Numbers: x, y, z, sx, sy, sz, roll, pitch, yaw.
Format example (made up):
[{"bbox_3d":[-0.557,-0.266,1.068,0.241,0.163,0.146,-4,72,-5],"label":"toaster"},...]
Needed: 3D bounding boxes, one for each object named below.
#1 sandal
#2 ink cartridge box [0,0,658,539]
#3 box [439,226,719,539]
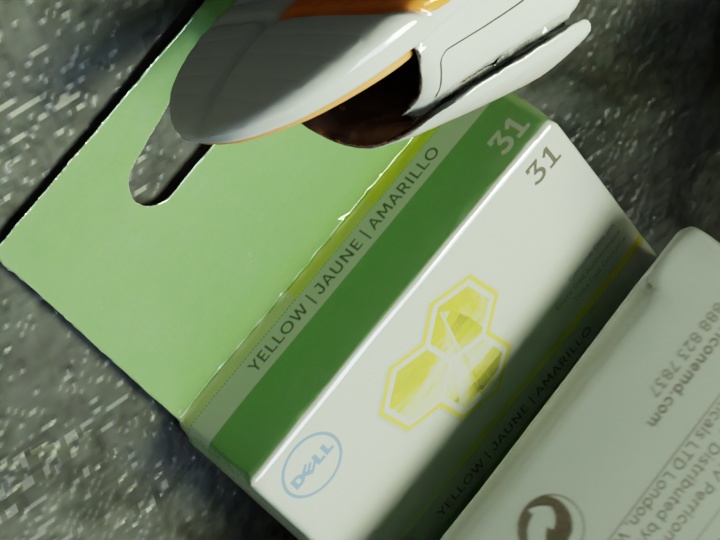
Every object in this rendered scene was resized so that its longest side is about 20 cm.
[{"bbox_3d":[0.040,-0.082,0.782,0.206,0.079,0.059,-40,118,-24],"label":"sandal"},{"bbox_3d":[0.000,0.000,0.850,0.146,0.048,0.200,-50,140,-6],"label":"ink cartridge box"},{"bbox_3d":[0.125,0.132,0.900,0.199,0.200,0.171,-52,164,-5],"label":"box"}]
